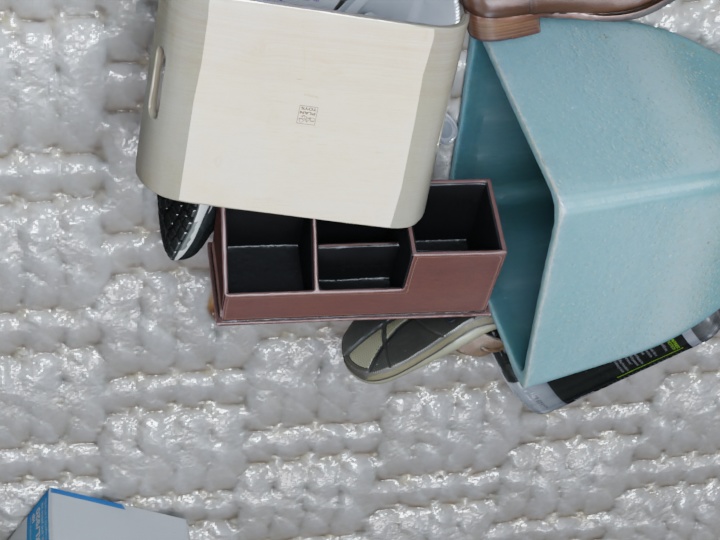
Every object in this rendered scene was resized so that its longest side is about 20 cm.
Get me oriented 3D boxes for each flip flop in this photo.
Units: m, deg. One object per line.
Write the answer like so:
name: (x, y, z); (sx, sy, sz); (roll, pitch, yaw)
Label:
flip flop: (0.082, 0.038, 1.439); (0.200, 0.081, 0.058); (-25, 139, -5)

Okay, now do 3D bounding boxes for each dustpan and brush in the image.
dustpan and brush: (0.029, -0.133, 1.314); (0.140, 0.057, 0.200); (-46, 162, 1)

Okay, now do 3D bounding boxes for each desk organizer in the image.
desk organizer: (-0.003, -0.014, 1.330); (0.200, 0.072, 0.077); (-2, 146, -11)

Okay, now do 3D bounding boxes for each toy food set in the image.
toy food set: (-0.038, -0.111, 1.214); (0.200, 0.060, 0.144); (7, 118, -12)

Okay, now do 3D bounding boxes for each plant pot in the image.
plant pot: (0.192, -0.061, 1.354); (0.200, 0.196, 0.196); (-9, 139, -12)

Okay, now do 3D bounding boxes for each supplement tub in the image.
supplement tub: (0.203, 0.023, 1.497); (0.200, 0.123, 0.123); (-26, 138, 15)

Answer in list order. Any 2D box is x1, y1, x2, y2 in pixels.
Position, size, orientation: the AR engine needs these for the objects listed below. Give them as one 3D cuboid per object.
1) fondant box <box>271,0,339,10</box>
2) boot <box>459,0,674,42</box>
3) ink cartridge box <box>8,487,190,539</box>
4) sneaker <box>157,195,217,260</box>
fondant box: (-0.094, -0.219, 1.159); (0.200, 0.058, 0.144); (3, 161, -19)
boot: (0.139, -0.253, 1.222); (0.186, 0.064, 0.200); (-18, 133, -4)
ink cartridge box: (-0.258, 0.321, 1.699); (0.147, 0.145, 0.200); (18, 131, -30)
sneaker: (-0.083, -0.078, 1.351); (0.088, 0.076, 0.200); (3, 137, -26)
